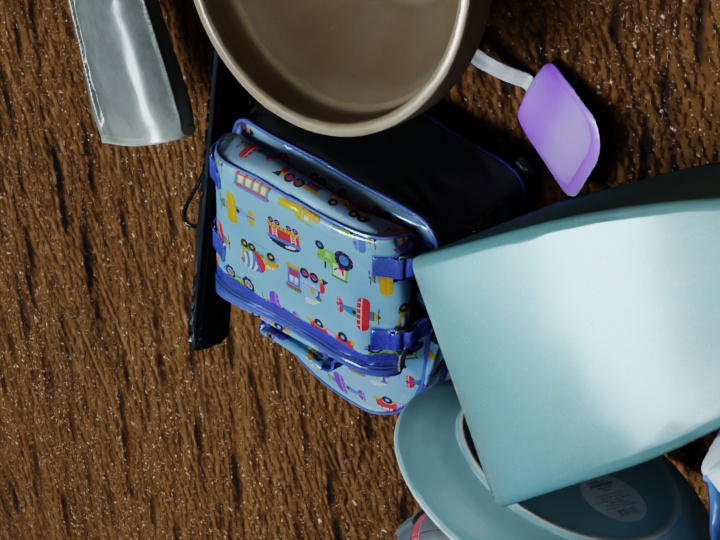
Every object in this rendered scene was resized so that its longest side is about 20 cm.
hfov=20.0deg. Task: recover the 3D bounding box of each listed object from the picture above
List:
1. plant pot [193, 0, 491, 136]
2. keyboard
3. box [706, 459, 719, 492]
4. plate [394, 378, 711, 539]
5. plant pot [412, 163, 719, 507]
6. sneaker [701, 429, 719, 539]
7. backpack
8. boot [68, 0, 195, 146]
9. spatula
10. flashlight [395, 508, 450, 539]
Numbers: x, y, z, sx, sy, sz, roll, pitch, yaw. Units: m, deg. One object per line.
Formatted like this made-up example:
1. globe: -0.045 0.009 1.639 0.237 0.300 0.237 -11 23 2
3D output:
1. plant pot: 0.004 -0.181 1.117 0.200 0.092 0.203 16 116 36
2. keyboard: -0.098 -0.052 1.282 0.039 0.104 0.202 6 91 10
3. box: 0.295 0.144 1.046 0.201 0.097 0.124 52 156 -1
4. plate: 0.115 0.116 1.161 0.199 0.200 0.026 36 121 21
5. plant pot: 0.161 0.019 1.072 0.199 0.141 0.143 -20 90 44
6. sneaker: 0.239 0.164 1.155 0.073 0.082 0.202 -1 119 44
7. backpack: 0.000 0.000 1.238 0.182 0.134 0.201 32 139 26
8. boot: -0.171 -0.183 1.293 0.182 0.072 0.202 29 141 63
9. spatula: 0.065 -0.127 1.165 0.200 0.021 0.057 45 142 13
10. flashlight: 0.091 0.157 1.313 0.068 0.068 0.200 53 143 6
